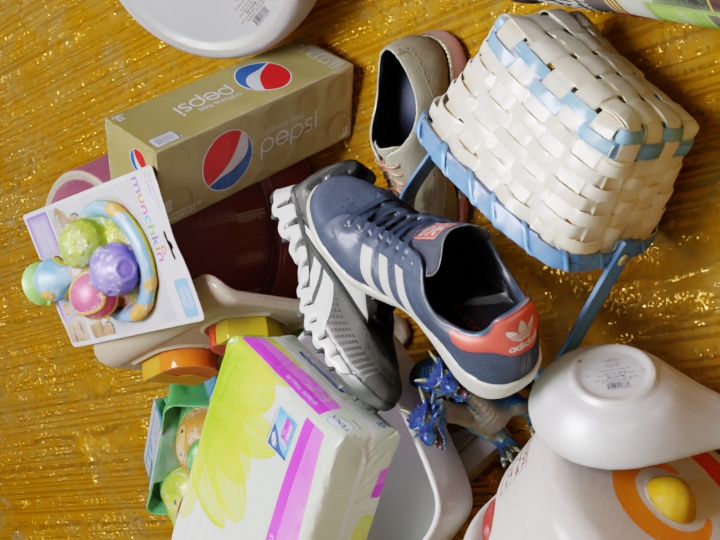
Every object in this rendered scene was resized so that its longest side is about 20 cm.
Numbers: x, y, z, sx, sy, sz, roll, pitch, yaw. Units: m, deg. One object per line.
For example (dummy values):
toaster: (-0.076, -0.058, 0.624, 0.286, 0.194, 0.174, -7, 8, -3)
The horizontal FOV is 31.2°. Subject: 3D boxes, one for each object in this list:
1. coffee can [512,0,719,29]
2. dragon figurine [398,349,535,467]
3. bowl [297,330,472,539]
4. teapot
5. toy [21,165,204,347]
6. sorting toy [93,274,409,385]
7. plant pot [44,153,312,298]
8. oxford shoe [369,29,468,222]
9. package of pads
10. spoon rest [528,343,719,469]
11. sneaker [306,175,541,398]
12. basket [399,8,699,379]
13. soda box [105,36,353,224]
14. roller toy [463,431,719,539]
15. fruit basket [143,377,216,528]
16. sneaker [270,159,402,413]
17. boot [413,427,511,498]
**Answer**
coffee can: (0.180, -0.216, 0.733, 0.199, 0.146, 0.148, 19, 113, 40)
dragon figurine: (0.074, 0.070, 0.891, 0.099, 0.200, 0.059, 38, 109, -13)
bowl: (-0.002, 0.150, 0.967, 0.200, 0.074, 0.201, -51, 54, 34)
teapot: (-0.099, -0.276, 1.001, 0.198, 0.147, 0.199, 6, 130, 18)
toy: (-0.203, 0.000, 0.970, 0.199, 0.047, 0.116, -12, 100, 52)
sorting toy: (-0.088, 0.063, 1.040, 0.184, 0.199, 0.037, -26, 59, 44)
plant pot: (-0.160, -0.033, 1.091, 0.199, 0.178, 0.202, 14, 111, 41)
oxford shoe: (0.034, -0.076, 0.963, 0.070, 0.073, 0.203, 10, 107, 42)
package of pads: (-0.062, 0.162, 0.926, 0.154, 0.068, 0.202, 38, 117, 45)
spoon rest: (0.203, 0.080, 0.793, 0.197, 0.100, 0.061, -7, 128, 8)
sneaker: (0.040, -0.013, 0.808, 0.200, 0.075, 0.085, 40, 154, 27)
basket: (0.115, -0.052, 0.842, 0.177, 0.138, 0.201, 51, 126, 26)
soda box: (-0.096, -0.109, 0.988, 0.064, 0.199, 0.068, 32, 136, 34)
roller toy: (0.166, 0.182, 0.822, 0.140, 0.198, 0.183, -60, 43, 35)
fruit basket: (-0.143, 0.194, 1.140, 0.201, 0.093, 0.187, -100, 21, -55)
sneaker: (0.000, 0.000, 0.894, 0.090, 0.066, 0.201, -34, 53, 19)
boot: (0.033, 0.149, 1.022, 0.096, 0.073, 0.200, 53, 132, 12)
